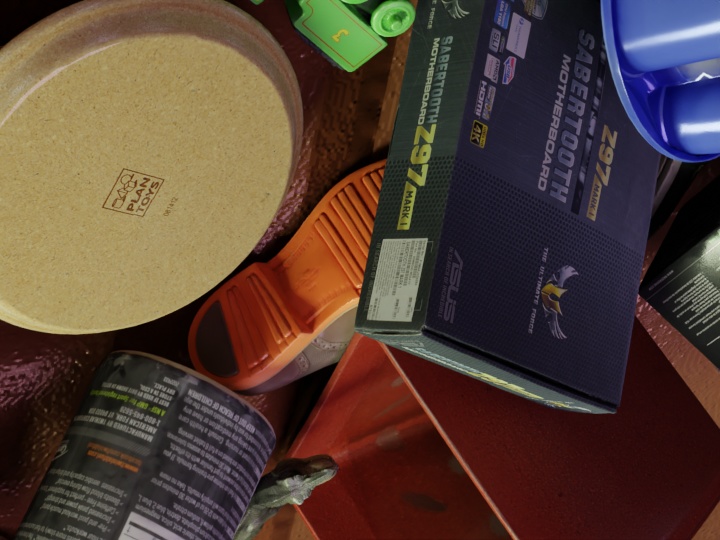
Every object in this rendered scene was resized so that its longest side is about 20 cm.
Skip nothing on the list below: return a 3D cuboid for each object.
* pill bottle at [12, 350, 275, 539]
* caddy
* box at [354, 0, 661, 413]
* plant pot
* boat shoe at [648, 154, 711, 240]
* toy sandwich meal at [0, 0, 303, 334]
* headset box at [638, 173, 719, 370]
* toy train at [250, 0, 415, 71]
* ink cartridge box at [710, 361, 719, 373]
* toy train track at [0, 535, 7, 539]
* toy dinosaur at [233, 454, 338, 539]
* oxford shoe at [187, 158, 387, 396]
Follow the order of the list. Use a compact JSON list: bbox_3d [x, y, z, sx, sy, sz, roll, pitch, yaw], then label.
[{"bbox_3d":[-0.129,0.152,0.821,0.106,0.105,0.202,48,60,-48],"label":"pill bottle"},{"bbox_3d":[0.181,-0.145,0.734,0.142,0.104,0.201,47,60,-35],"label":"caddy"},{"bbox_3d":[0.083,-0.044,0.786,0.157,0.051,0.203,24,74,-43],"label":"box"},{"bbox_3d":[0.095,0.122,0.916,0.175,0.201,0.201,-24,160,-31],"label":"plant pot"},{"bbox_3d":[0.191,-0.095,0.871,0.065,0.075,0.201,7,117,-20],"label":"boat shoe"},{"bbox_3d":[-0.123,-0.053,0.736,0.203,0.070,0.207,-19,135,-20],"label":"toy sandwich meal"},{"bbox_3d":[0.280,0.011,0.825,0.174,0.200,0.093,-45,-176,45],"label":"headset box"},{"bbox_3d":[-0.046,-0.154,0.704,0.056,0.042,0.199,-35,139,20],"label":"toy train"},{"bbox_3d":[0.291,0.035,0.957,0.048,0.201,0.146,17,120,-44],"label":"ink cartridge box"},{"bbox_3d":[-0.151,0.160,0.931,0.114,0.033,0.201,38,98,-4],"label":"toy train track"},{"bbox_3d":[-0.078,0.145,0.928,0.047,0.089,0.200,30,126,-13],"label":"toy dinosaur"},{"bbox_3d":[0.000,0.000,0.864,0.199,0.072,0.073,-32,156,10],"label":"oxford shoe"}]
